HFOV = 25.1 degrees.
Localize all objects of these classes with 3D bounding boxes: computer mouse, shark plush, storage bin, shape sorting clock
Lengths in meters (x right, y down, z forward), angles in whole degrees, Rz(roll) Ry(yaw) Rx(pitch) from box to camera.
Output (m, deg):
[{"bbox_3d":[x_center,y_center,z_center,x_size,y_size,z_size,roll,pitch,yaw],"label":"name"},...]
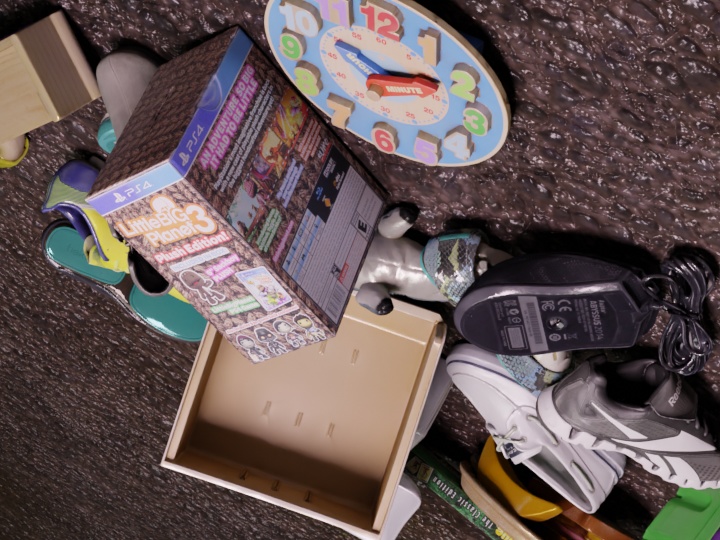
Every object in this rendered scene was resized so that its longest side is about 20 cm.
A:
[{"bbox_3d":[0.172,0.024,1.255,0.198,0.053,0.139,-1,141,10],"label":"computer mouse"},{"bbox_3d":[0.000,0.000,1.402,0.199,0.092,0.083,-2,169,40],"label":"shark plush"},{"bbox_3d":[-0.045,0.104,1.424,0.199,0.200,0.094,19,-179,1],"label":"storage bin"},{"bbox_3d":[0.017,-0.141,1.176,0.199,0.039,0.200,25,152,14],"label":"shape sorting clock"}]

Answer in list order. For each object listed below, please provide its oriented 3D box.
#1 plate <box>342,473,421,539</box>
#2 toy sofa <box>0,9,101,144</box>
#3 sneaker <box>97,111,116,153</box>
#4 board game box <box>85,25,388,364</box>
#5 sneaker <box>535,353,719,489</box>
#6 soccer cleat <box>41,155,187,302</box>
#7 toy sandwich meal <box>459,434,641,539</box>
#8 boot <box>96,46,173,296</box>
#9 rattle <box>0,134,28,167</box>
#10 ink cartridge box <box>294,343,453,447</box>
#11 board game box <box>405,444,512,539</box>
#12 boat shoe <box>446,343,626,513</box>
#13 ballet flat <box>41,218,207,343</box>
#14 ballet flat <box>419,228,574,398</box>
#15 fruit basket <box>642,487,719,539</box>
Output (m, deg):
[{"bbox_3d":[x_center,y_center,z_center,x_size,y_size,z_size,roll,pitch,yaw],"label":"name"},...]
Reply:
[{"bbox_3d":[-0.037,0.197,1.616,0.199,0.032,0.200,29,154,4],"label":"plate"},{"bbox_3d":[-0.316,-0.155,1.413,0.199,0.098,0.083,-18,105,36],"label":"toy sofa"},{"bbox_3d":[-0.145,-0.078,1.401,0.199,0.080,0.078,28,153,8],"label":"sneaker"},{"bbox_3d":[-0.091,-0.056,1.271,0.096,0.160,0.200,-20,124,37],"label":"board game box"},{"bbox_3d":[0.249,0.120,1.319,0.199,0.067,0.091,19,136,-12],"label":"sneaker"},{"bbox_3d":[-0.227,-0.023,1.569,0.200,0.084,0.064,45,149,-24],"label":"soccer cleat"},{"bbox_3d":[0.185,0.234,1.577,0.205,0.070,0.205,38,-176,-3],"label":"toy sandwich meal"},{"bbox_3d":[-0.174,-0.085,1.305,0.067,0.131,0.201,-24,93,21],"label":"boot"},{"bbox_3d":[-0.411,-0.140,1.515,0.130,0.143,0.200,37,165,31],"label":"rattle"},{"bbox_3d":[-0.007,0.119,1.579,0.145,0.084,0.200,33,154,-2],"label":"ink cartridge box"},{"bbox_3d":[0.127,0.245,1.628,0.200,0.024,0.105,38,-174,14],"label":"board game box"},{"bbox_3d":[0.155,0.145,1.476,0.199,0.067,0.074,35,152,-6],"label":"boat shoe"},{"bbox_3d":[-0.236,0.006,1.659,0.199,0.073,0.073,31,153,-12],"label":"ballet flat"},{"bbox_3d":[0.132,0.039,1.331,0.200,0.075,0.074,43,151,-27],"label":"ballet flat"},{"bbox_3d":[0.368,0.286,1.426,0.215,0.156,0.216,39,167,10],"label":"fruit basket"}]
